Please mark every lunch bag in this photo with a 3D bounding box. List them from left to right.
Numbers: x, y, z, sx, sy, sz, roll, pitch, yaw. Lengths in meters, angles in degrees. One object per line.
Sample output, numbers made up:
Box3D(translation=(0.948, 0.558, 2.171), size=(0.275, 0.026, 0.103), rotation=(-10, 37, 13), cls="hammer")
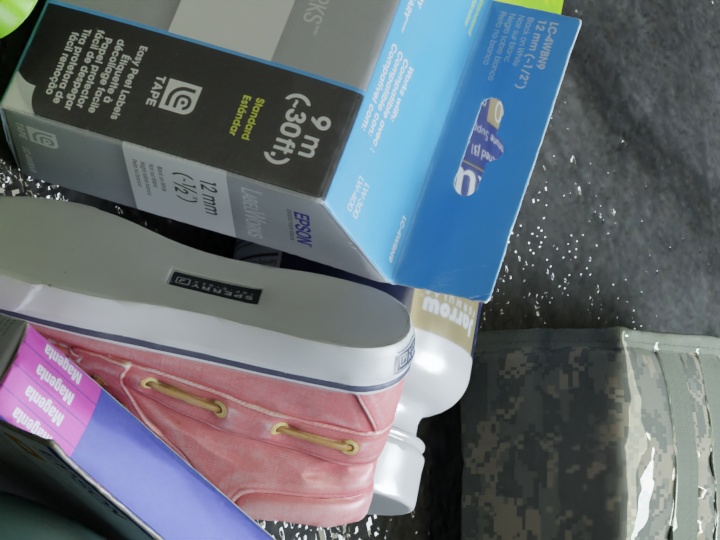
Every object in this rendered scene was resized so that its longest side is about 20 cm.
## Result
Box3D(translation=(0.145, 0.115, 1.079), size=(0.200, 0.118, 0.164), rotation=(7, 82, -51), cls="lunch bag")

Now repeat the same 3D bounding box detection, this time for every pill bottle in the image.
Box3D(translation=(0.000, 0.000, 0.948), size=(0.111, 0.111, 0.200), rotation=(23, 71, -43), cls="pill bottle")

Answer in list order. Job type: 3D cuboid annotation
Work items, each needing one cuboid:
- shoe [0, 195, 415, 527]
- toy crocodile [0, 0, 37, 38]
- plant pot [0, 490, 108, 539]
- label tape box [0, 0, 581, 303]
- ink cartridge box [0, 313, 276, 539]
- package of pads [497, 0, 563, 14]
Box3D(translation=(-0.083, 0.038, 0.845), size=(0.071, 0.200, 0.091), rotation=(-68, 171, -61), cls="shoe")
Box3D(translation=(-0.176, -0.082, 0.816), size=(0.068, 0.062, 0.200), rotation=(35, 67, -39), cls="toy crocodile")
Box3D(translation=(-0.150, 0.150, 0.737), size=(0.200, 0.134, 0.200), rotation=(-18, 132, -21), cls="plant pot")
Box3D(translation=(-0.024, -0.084, 0.874), size=(0.066, 0.200, 0.143), rotation=(85, 23, -64), cls="label tape box")
Box3D(translation=(-0.088, 0.080, 0.788), size=(0.196, 0.200, 0.043), rotation=(46, 69, -35), cls="ink cartridge box")
Box3D(translation=(0.023, -0.193, 1.017), size=(0.200, 0.068, 0.155), rotation=(28, 68, -44), cls="package of pads")
